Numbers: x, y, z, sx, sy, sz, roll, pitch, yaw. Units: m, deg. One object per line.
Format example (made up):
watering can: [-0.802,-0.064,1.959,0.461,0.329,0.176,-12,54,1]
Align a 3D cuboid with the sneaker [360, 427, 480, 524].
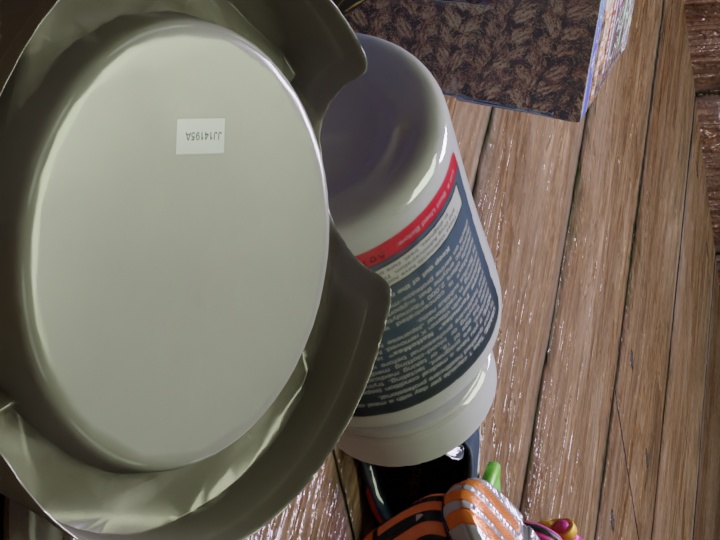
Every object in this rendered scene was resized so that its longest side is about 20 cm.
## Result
sneaker: [0.033,0.058,1.326,0.085,0.075,0.200,-61,145,-74]

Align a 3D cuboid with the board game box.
board game box: [0.055,-0.155,1.256,0.200,0.159,0.097,-53,153,-70]

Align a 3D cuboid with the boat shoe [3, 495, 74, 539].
boat shoe: [-0.073,0.060,0.897,0.200,0.069,0.071,-69,155,-58]

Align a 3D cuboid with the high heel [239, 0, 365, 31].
high heel: [-0.070,-0.149,0.809,0.200,0.142,0.071,69,22,-51]

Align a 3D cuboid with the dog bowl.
dog bowl: [-0.071,-0.010,0.797,0.200,0.059,0.200,-10,104,-50]

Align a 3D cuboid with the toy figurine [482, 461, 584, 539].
toy figurine: [0.143,0.209,1.408,0.150,0.184,0.200,-69,170,-49]

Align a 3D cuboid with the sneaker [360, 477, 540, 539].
sneaker: [0.066,0.198,1.319,0.200,0.112,0.078,52,26,-22]

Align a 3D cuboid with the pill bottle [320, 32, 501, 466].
pill bottle: [0.000,0.000,1.114,0.200,0.119,0.120,69,22,-51]
